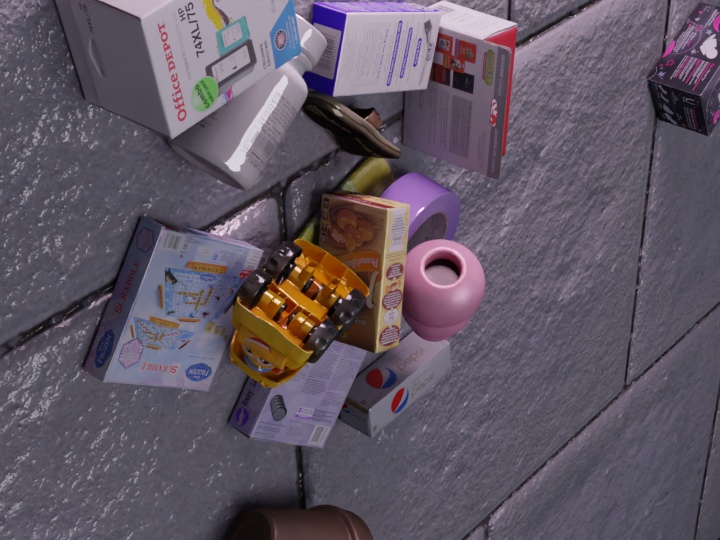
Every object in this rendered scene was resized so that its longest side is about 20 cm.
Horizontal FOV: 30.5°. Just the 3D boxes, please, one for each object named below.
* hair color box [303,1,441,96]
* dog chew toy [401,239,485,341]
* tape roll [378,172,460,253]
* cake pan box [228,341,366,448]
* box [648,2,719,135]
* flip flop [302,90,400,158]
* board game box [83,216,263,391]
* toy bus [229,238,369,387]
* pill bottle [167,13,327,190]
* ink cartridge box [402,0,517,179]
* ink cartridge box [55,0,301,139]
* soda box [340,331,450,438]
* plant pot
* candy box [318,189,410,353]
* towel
[{"bbox_3d":[0.016,-0.291,1.721,0.200,0.065,0.109,-12,120,-48],"label":"hair color box"},{"bbox_3d":[0.110,0.039,1.878,0.125,0.125,0.200,-50,165,-20],"label":"dog chew toy"},{"bbox_3d":[0.062,-0.039,1.907,0.200,0.066,0.200,-45,155,-28],"label":"tape roll"},{"bbox_3d":[-0.081,0.159,1.895,0.200,0.052,0.184,18,98,-56],"label":"cake pan box"},{"bbox_3d":[0.646,-0.376,2.470,0.200,0.115,0.132,-53,144,-15],"label":"box"},{"bbox_3d":[-0.005,-0.198,1.753,0.200,0.081,0.058,34,69,-51],"label":"flip flop"},{"bbox_3d":[-0.227,0.047,1.631,0.200,0.041,0.200,15,99,-56],"label":"board game box"},{"bbox_3d":[-0.106,0.082,1.710,0.192,0.136,0.200,-55,176,33],"label":"toy bus"},{"bbox_3d":[-0.127,-0.204,1.537,0.200,0.114,0.114,-59,146,-7],"label":"pill bottle"},{"bbox_3d":[0.153,-0.249,1.831,0.084,0.176,0.200,-29,134,-40],"label":"ink cartridge box"},{"bbox_3d":[-0.189,-0.263,1.386,0.200,0.146,0.147,-40,139,-31],"label":"ink cartridge box"},{"bbox_3d":[0.055,0.174,2.071,0.200,0.068,0.064,-37,138,-35],"label":"soda box"},{"bbox_3d":[-0.104,0.429,1.941,0.175,0.200,0.200,28,88,-39],"label":"plant pot"},{"bbox_3d":[0.000,0.000,1.782,0.055,0.115,0.200,-11,111,-49],"label":"candy box"},{"bbox_3d":[-0.012,-0.064,1.867,0.200,0.023,0.144,-48,144,-23],"label":"towel"}]
